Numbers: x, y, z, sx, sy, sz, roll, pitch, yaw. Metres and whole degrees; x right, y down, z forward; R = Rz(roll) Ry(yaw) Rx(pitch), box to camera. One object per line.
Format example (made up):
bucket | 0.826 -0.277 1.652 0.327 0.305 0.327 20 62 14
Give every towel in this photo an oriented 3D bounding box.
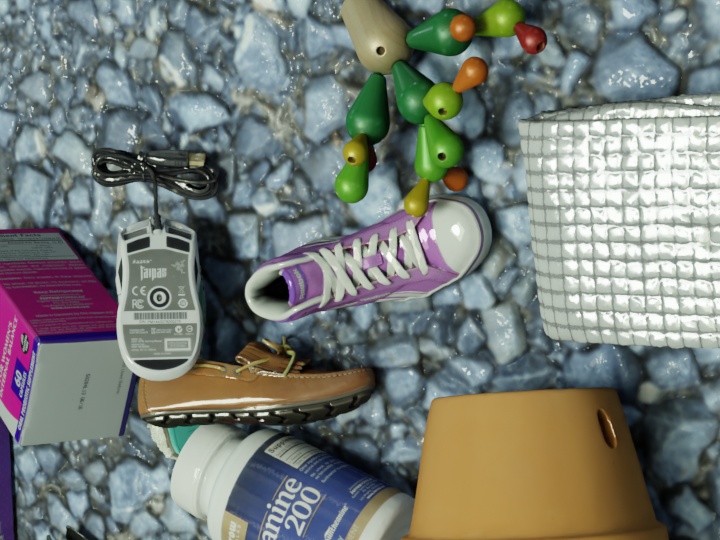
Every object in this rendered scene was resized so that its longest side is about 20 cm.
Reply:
towel | 0.215 -0.037 0.972 0.198 0.085 0.168 -1 100 33

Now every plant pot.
plant pot | 0.121 0.159 1.023 0.198 0.199 0.142 -7 83 32

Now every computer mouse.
computer mouse | -0.171 -0.004 1.177 0.044 0.108 0.203 120 149 -70

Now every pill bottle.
pill bottle | -0.057 0.200 1.178 0.198 0.111 0.113 23 113 25

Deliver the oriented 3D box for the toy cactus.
toy cactus | 0.043 -0.145 1.058 0.201 0.101 0.166 -51 56 32

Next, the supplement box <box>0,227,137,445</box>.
supplement box | -0.281 0.052 1.245 0.200 0.102 0.102 43 125 46

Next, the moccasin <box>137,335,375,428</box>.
moccasin | -0.086 0.089 1.177 0.198 0.074 0.079 -3 74 15

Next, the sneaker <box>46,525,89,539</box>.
sneaker | -0.219 0.327 1.340 0.198 0.060 0.106 22 117 29

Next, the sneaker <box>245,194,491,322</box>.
sneaker | 0.000 0.001 1.093 0.199 0.114 0.074 -20 91 32

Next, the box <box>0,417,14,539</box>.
box | -0.414 0.185 1.436 0.135 0.039 0.203 11 107 30

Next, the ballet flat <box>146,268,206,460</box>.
ballet flat | -0.173 0.069 1.248 0.071 0.071 0.203 4 103 30
